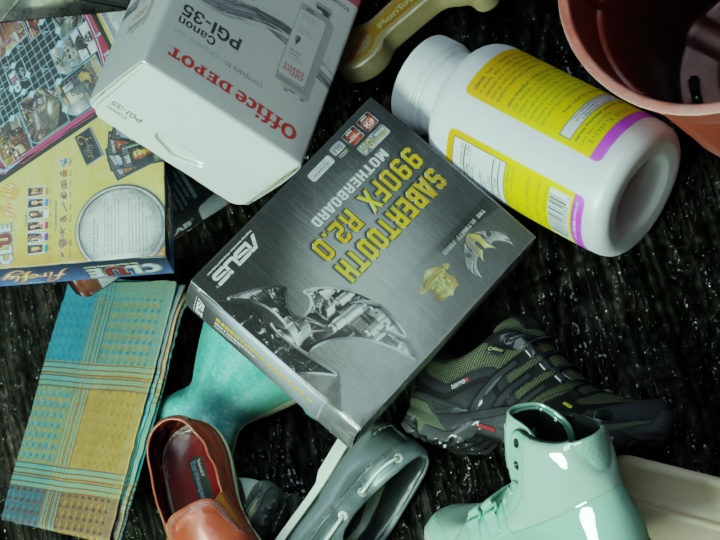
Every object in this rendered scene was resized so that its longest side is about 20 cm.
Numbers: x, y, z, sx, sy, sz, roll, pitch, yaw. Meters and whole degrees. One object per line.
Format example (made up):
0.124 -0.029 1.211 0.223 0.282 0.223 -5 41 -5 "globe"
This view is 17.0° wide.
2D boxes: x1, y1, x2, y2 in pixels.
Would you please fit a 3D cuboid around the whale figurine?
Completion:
-0.078 0.053 1.756 0.200 0.104 0.159 -48 62 6 "whale figurine"

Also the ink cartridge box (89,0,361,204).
-0.090 -0.171 1.745 0.083 0.146 0.200 -31 34 49 "ink cartridge box"

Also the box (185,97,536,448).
0.000 0.000 1.684 0.158 0.048 0.200 41 68 8 "box"

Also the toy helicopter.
0.053 -0.218 1.795 0.200 0.079 0.132 -41 42 -4 "toy helicopter"

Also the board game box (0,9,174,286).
-0.205 -0.091 1.754 0.135 0.035 0.201 -4 68 5 "board game box"

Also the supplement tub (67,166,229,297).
-0.157 -0.074 1.816 0.200 0.107 0.107 -34 63 -6 "supplement tub"

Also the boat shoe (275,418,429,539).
-0.017 0.199 1.702 0.062 0.073 0.200 22 79 31 "boat shoe"

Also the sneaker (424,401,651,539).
0.109 0.141 1.617 0.200 0.074 0.119 -4 107 50 "sneaker"

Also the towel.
-0.200 0.102 1.818 0.146 0.022 0.201 5 77 48 "towel"

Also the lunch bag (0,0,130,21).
-0.275 -0.219 1.909 0.168 0.139 0.200 -46 58 24 "lunch bag"

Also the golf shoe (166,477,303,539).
-0.110 0.244 1.736 0.094 0.078 0.200 16 74 38 "golf shoe"

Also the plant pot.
0.259 -0.168 1.625 0.200 0.195 0.201 -7 71 22 "plant pot"

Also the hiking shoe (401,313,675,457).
0.124 0.079 1.675 0.200 0.076 0.101 2 78 25 "hiking shoe"

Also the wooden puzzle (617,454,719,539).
0.230 0.240 1.605 0.185 0.037 0.201 13 84 26 "wooden puzzle"

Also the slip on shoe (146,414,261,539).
-0.107 0.186 1.675 0.074 0.061 0.200 -28 56 14 "slip on shoe"

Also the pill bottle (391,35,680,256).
0.121 -0.096 1.714 0.200 0.104 0.104 30 88 28 "pill bottle"
